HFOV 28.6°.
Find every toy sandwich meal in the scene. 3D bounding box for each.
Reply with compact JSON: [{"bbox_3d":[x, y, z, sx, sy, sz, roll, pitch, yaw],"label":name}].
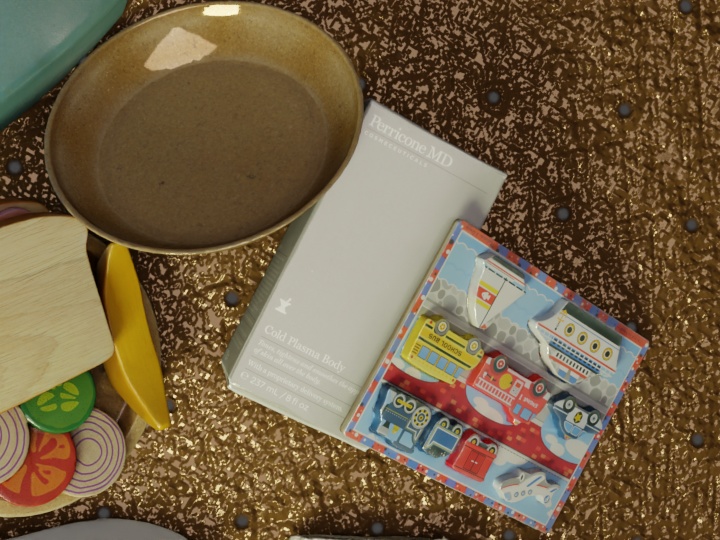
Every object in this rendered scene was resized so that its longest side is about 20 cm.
[{"bbox_3d":[-0.198,0.055,0.865,0.204,0.070,0.207,-3,95,-34],"label":"toy sandwich meal"}]

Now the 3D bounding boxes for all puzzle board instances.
[{"bbox_3d":[0.095,0.075,0.919,0.200,0.017,0.151,30,89,-36],"label":"puzzle board"}]

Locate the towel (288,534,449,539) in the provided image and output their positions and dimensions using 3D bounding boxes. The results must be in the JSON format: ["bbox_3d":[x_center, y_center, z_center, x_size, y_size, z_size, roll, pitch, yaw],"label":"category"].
[{"bbox_3d":[0.007,0.278,0.954,0.132,0.034,0.201,2,93,-7],"label":"towel"}]

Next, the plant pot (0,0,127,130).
[{"bbox_3d":[-0.247,-0.152,0.852,0.200,0.141,0.142,-35,97,-12],"label":"plant pot"}]

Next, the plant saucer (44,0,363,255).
[{"bbox_3d":[-0.095,-0.083,0.880,0.199,0.036,0.201,-4,55,6],"label":"plant saucer"}]

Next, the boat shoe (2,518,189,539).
[{"bbox_3d":[-0.201,0.214,0.911,0.199,0.072,0.068,-6,129,-21],"label":"boat shoe"}]

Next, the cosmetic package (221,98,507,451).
[{"bbox_3d":[0.000,0.000,0.913,0.106,0.090,0.201,25,93,-10],"label":"cosmetic package"}]
